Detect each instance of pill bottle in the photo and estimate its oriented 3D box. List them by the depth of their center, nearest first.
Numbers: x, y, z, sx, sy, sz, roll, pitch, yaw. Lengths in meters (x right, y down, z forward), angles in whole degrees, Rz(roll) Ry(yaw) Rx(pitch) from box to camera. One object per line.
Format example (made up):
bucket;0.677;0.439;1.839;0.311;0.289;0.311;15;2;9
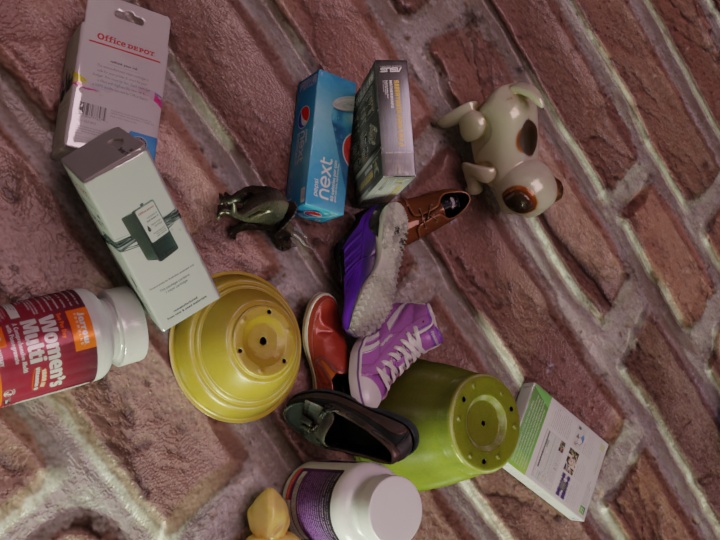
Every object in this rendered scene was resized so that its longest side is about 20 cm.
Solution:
pill bottle;-0.350;0.083;1.053;0.198;0.109;0.112;-14;90;-35
pill bottle;-0.010;0.303;1.192;0.110;0.199;0.114;6;78;-32

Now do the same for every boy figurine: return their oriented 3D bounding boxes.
boy figurine;-0.118;0.384;1.187;0.122;0.064;0.204;-8;82;-12

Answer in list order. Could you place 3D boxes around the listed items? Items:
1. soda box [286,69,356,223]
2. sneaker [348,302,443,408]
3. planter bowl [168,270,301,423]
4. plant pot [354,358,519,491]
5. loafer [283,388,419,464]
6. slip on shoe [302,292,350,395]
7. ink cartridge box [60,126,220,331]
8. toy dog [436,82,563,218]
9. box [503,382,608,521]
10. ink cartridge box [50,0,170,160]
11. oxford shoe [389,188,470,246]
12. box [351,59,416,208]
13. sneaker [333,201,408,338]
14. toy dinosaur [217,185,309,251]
soda box;-0.057;-0.178;1.329;0.067;0.064;0.204;14;75;-31
sneaker;0.053;0.113;1.282;0.202;0.112;0.073;-70;144;-45
planter bowl;-0.143;0.095;1.209;0.198;0.083;0.205;7;77;-34
plant pot;0.116;0.215;1.300;0.198;0.192;0.205;7;77;-33
loafer;-0.023;0.205;1.205;0.063;0.197;0.073;-33;126;-55
slip on shoe;-0.036;0.131;1.283;0.073;0.061;0.204;-2;84;-48
ink cartridge box;-0.258;-0.051;1.080;0.082;0.146;0.202;-30;117;-17
toy dog;0.246;-0.182;1.468;0.138;0.192;0.203;-16;84;-47
box;0.317;0.298;1.520;0.199;0.036;0.146;40;62;-24
ink cartridge box;-0.311;-0.230;1.161;0.114;0.067;0.204;13;75;-32
oxford shoe;0.088;-0.082;1.409;0.198;0.071;0.072;-30;100;-33
box;0.028;-0.186;1.306;0.047;0.200;0.162;-3;82;-11
sneaker;0.000;0.000;1.318;0.069;0.098;0.203;38;62;-45
toy dinosaur;-0.133;-0.084;1.220;0.100;0.200;0.078;-10;73;2
